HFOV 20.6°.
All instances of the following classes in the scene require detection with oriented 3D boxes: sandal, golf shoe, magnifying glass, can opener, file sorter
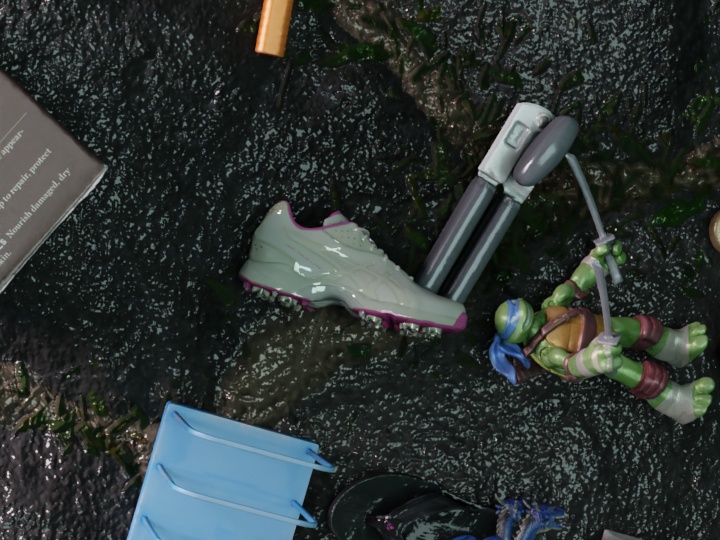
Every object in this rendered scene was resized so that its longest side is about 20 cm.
[{"bbox_3d":[0.070,0.224,1.731,0.198,0.048,0.076,13,91,-15],"label":"sandal"},{"bbox_3d":[0.000,0.000,1.677,0.198,0.075,0.092,15,81,-5],"label":"golf shoe"},{"bbox_3d":[-0.059,-0.282,1.675,0.079,0.022,0.202,10,93,-14],"label":"magnifying glass"},{"bbox_3d":[0.114,-0.057,1.716,0.052,0.066,0.201,32,92,-12],"label":"can opener"},{"bbox_3d":[-0.117,0.232,1.649,0.137,0.123,0.202,16,91,-14],"label":"file sorter"}]

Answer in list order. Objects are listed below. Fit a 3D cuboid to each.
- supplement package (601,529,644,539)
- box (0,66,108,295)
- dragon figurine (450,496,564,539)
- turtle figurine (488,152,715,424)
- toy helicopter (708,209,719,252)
[{"bbox_3d":[0.275,0.355,1.718,0.146,0.191,0.202,16,90,-12],"label":"supplement package"},{"bbox_3d":[-0.328,-0.089,1.550,0.200,0.166,0.164,43,85,-13],"label":"box"},{"bbox_3d":[0.094,0.258,1.687,0.199,0.059,0.100,-17,96,-33],"label":"dragon figurine"},{"bbox_3d":[0.227,0.039,1.703,0.193,0.144,0.201,23,101,-22],"label":"turtle figurine"},{"bbox_3d":[0.367,0.037,1.789,0.131,0.079,0.201,-29,90,-1],"label":"toy helicopter"}]
